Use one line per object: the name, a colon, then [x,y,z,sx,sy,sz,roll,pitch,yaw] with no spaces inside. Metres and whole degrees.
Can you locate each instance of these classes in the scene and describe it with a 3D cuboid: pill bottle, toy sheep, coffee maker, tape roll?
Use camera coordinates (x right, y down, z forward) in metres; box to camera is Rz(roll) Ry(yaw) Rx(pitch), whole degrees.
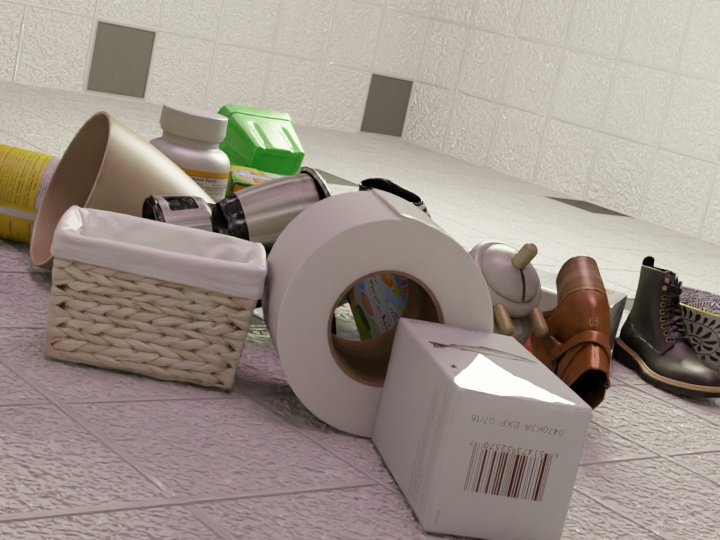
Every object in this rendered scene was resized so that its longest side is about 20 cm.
pill bottle: [-0.225,-0.100,1.631,0.111,0.203,0.113,12,11,-2]
pill bottle: [-0.436,-0.097,1.602,0.197,0.114,0.113,13,11,-1]
toy sheep: [0.142,0.037,1.449,0.136,0.200,0.139,22,43,-23]
coffee maker: [-0.126,-0.001,1.406,0.197,0.195,0.134,-12,2,-18]
tape roll: [0.012,0.037,1.213,0.199,0.206,0.139,10,11,-13]

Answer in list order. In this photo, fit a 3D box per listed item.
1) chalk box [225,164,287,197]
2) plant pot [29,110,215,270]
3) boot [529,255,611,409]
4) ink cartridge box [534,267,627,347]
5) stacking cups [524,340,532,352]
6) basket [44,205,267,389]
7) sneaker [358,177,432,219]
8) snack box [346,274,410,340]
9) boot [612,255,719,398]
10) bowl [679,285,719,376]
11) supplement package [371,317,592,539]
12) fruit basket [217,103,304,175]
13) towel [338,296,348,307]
chalk box: [-0.135,-0.068,1.785,0.122,0.127,0.200,11,10,-11]
plant pot: [-0.249,-0.054,1.501,0.198,0.189,0.187,26,4,-27]
boot: [0.236,0.104,1.424,0.075,0.201,0.157,6,48,-7]
ink cartridge box: [0.239,0.052,1.722,0.197,0.084,0.145,17,11,19]
stacking cups: [0.124,0.064,1.604,0.197,0.061,0.061,14,10,-7]
basket: [-0.196,0.026,1.235,0.197,0.125,0.136,10,11,-9]
sneaker: [-0.001,-0.052,1.541,0.198,0.117,0.076,-7,19,28]
snack box: [0.038,0.021,1.403,0.067,0.171,0.200,-26,23,-16]
boot: [0.399,0.072,1.659,0.076,0.141,0.200,6,13,-29]
bowl: [0.481,0.090,1.781,0.197,0.096,0.201,12,11,-3]
supplement package: [0.093,0.128,1.073,0.115,0.119,0.200,9,11,-14]
fruit basket: [-0.182,-0.157,1.961,0.154,0.219,0.215,4,14,-39]
towel: [0.000,0.000,1.616,0.198,0.024,0.146,-25,20,-25]
